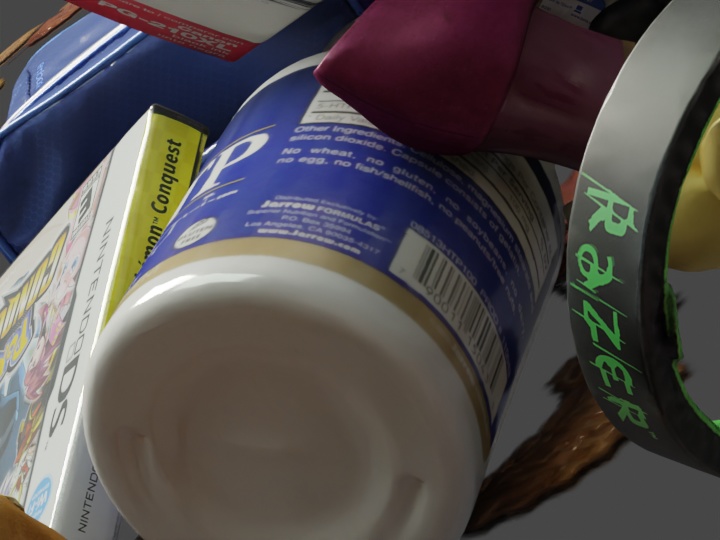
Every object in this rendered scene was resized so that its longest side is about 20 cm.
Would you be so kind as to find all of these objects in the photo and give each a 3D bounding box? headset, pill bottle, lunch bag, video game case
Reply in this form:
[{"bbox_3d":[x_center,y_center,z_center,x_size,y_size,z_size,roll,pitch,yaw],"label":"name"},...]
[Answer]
[{"bbox_3d":[0.134,-0.025,0.610,0.200,0.124,0.094,-31,34,-35],"label":"headset"},{"bbox_3d":[0.000,0.000,0.809,0.120,0.120,0.200,-31,19,31],"label":"pill bottle"},{"bbox_3d":[-0.046,-0.053,1.023,0.200,0.136,0.132,-35,18,16],"label":"lunch bag"},{"bbox_3d":[-0.123,0.062,0.915,0.200,0.025,0.181,-41,31,49],"label":"video game case"}]

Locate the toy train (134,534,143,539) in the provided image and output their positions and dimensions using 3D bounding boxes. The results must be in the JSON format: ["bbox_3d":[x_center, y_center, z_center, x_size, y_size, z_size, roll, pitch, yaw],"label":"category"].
[{"bbox_3d":[-0.087,0.128,0.832,0.200,0.034,0.046,-51,8,-30],"label":"toy train"}]

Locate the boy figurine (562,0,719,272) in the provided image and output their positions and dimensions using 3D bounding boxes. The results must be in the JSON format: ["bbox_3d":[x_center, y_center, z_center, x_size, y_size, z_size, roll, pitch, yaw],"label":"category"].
[{"bbox_3d":[0.114,-0.045,0.774,0.124,0.064,0.200,-35,14,9],"label":"boy figurine"}]

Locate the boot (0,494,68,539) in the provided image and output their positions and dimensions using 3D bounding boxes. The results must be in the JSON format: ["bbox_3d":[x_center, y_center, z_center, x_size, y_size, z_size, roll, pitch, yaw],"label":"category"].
[{"bbox_3d":[-0.040,0.106,0.580,0.071,0.144,0.201,-51,19,-29],"label":"boot"}]

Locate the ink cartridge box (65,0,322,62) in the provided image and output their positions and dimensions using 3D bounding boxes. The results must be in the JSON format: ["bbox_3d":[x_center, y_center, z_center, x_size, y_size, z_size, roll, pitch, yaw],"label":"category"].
[{"bbox_3d":[-0.032,-0.161,0.845,0.200,0.084,0.145,166,123,-73],"label":"ink cartridge box"}]

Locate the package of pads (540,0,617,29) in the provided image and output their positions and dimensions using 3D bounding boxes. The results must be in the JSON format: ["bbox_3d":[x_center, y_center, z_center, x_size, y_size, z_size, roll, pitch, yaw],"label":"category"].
[{"bbox_3d":[0.058,-0.149,1.009,0.200,0.154,0.068,-97,31,-70],"label":"package of pads"}]

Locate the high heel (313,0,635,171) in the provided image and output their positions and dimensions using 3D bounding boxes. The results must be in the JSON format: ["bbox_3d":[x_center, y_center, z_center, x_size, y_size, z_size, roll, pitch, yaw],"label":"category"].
[{"bbox_3d":[0.030,-0.112,0.805,0.200,0.096,0.068,-96,28,-49],"label":"high heel"}]
